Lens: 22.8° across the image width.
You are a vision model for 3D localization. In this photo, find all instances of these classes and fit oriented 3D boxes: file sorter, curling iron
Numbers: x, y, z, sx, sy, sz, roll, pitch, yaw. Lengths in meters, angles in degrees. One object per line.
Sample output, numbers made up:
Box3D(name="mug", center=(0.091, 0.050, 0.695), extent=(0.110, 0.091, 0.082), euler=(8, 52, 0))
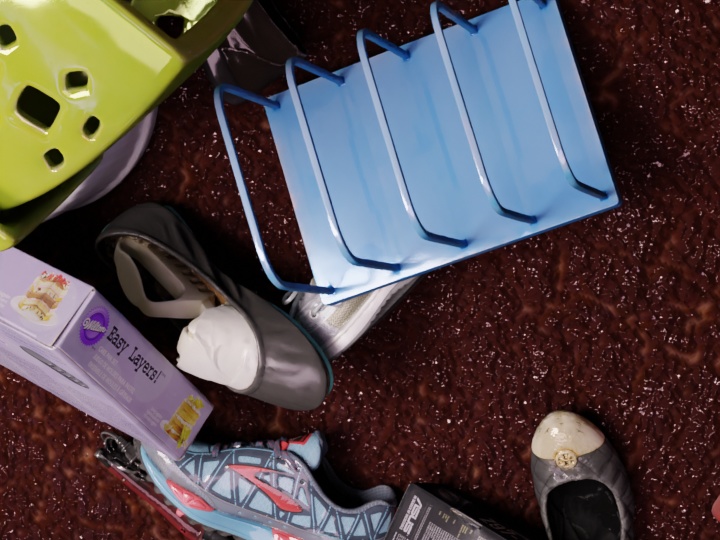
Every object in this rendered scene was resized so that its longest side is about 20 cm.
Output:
Box3D(name="file sorter", center=(0.032, -0.076, 1.063), extent=(0.199, 0.123, 0.140), euler=(-19, 82, 16))
Box3D(name="curling iron", center=(-0.119, 0.189, 1.309), extent=(0.200, 0.050, 0.026), euler=(45, 73, -15))

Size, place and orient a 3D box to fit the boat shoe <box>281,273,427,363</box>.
Box3D(name="boat shoe", center=(0.000, 0.000, 1.174), extent=(0.065, 0.074, 0.202), euler=(46, 115, 4))

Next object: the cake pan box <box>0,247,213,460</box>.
Box3D(name="cake pan box", center=(-0.213, 0.036, 1.165), extent=(0.199, 0.052, 0.184), euler=(23, 161, 32))

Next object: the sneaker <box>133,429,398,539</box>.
Box3D(name="sneaker", center=(-0.062, 0.143, 1.264), extent=(0.199, 0.079, 0.096), euler=(29, 105, -7))

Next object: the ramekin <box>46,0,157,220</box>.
Box3D(name="ramekin", center=(-0.239, -0.119, 1.166), extent=(0.201, 0.094, 0.204), euler=(6, 115, 13))

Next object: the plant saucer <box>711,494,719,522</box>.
Box3D(name="plant saucer", center=(0.361, 0.141, 1.162), extent=(0.199, 0.037, 0.200), euler=(27, 118, 1))

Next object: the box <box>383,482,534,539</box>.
Box3D(name="box", center=(0.064, 0.270, 1.222), extent=(0.160, 0.043, 0.201), euler=(27, 97, 30))

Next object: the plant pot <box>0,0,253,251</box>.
Box3D(name="plant pot", center=(-0.199, -0.137, 0.995), extent=(0.200, 0.199, 0.182), euler=(40, 112, -7))

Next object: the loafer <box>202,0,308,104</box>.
Box3D(name="loafer", center=(-0.086, -0.205, 1.106), extent=(0.071, 0.073, 0.201), euler=(-17, 114, 10))

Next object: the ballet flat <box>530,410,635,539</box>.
Box3D(name="ballet flat", center=(0.158, 0.187, 1.225), extent=(0.066, 0.057, 0.201), euler=(-8, 112, 17))

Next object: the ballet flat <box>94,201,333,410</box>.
Box3D(name="ballet flat", center=(-0.105, 0.031, 1.168), extent=(0.200, 0.068, 0.068), euler=(40, 129, 29))
